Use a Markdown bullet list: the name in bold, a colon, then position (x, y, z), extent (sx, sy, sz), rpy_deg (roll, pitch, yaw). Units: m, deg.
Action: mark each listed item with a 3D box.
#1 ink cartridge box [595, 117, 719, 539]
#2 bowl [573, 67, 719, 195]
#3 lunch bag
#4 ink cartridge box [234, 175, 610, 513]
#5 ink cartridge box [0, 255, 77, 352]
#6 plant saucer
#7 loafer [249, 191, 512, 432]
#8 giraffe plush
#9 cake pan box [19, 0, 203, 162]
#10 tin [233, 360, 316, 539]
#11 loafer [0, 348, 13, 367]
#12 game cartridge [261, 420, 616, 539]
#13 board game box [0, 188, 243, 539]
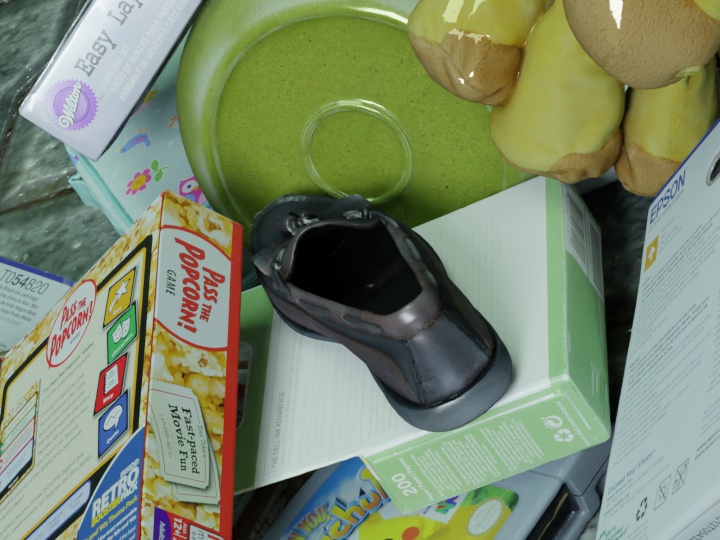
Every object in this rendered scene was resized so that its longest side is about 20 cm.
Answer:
- **ink cartridge box**: position (0.154, 0.016, 0.885), extent (0.196, 0.043, 0.200), rpy_deg (123, 164, -58)
- **bowl**: position (0.130, -0.118, 1.161), extent (0.200, 0.075, 0.200), rpy_deg (-24, 36, 12)
- **lunch bag**: position (-0.078, -0.070, 1.261), extent (0.160, 0.077, 0.200), rpy_deg (-40, 34, -1)
- **ink cartridge box**: position (0.012, 0.045, 1.025), extent (0.200, 0.048, 0.146), rpy_deg (-22, 35, 21)
- **ink cartridge box**: position (-0.269, 0.070, 1.272), extent (0.199, 0.041, 0.200), rpy_deg (16, 58, 45)
- **plant saucer**: position (0.002, -0.061, 1.081), extent (0.200, 0.200, 0.031), rpy_deg (-14, 24, 24)
- **loafer**: position (0.000, 0.000, 0.993), extent (0.072, 0.063, 0.200), rpy_deg (-38, 34, -7)
- **giraffe plush**: position (0.128, -0.129, 0.955), extent (0.162, 0.172, 0.200), rpy_deg (-148, 70, -76)
- **cake pan box**: position (-0.094, -0.156, 1.149), extent (0.200, 0.052, 0.184), rpy_deg (-56, 4, 10)
- **tin**: position (-0.083, 0.124, 1.072), extent (0.112, 0.042, 0.200), rpy_deg (4, 49, 35)
- **loafer**: position (-0.221, 0.089, 1.148), extent (0.200, 0.067, 0.076), rpy_deg (-33, 67, -17)
- **game cartridge**: position (0.013, 0.132, 0.989), extent (0.133, 0.040, 0.200), rpy_deg (7, 51, 47)
- **board game box**: position (-0.114, 0.085, 1.006), extent (0.151, 0.046, 0.200), rpy_deg (-42, 35, 38)
